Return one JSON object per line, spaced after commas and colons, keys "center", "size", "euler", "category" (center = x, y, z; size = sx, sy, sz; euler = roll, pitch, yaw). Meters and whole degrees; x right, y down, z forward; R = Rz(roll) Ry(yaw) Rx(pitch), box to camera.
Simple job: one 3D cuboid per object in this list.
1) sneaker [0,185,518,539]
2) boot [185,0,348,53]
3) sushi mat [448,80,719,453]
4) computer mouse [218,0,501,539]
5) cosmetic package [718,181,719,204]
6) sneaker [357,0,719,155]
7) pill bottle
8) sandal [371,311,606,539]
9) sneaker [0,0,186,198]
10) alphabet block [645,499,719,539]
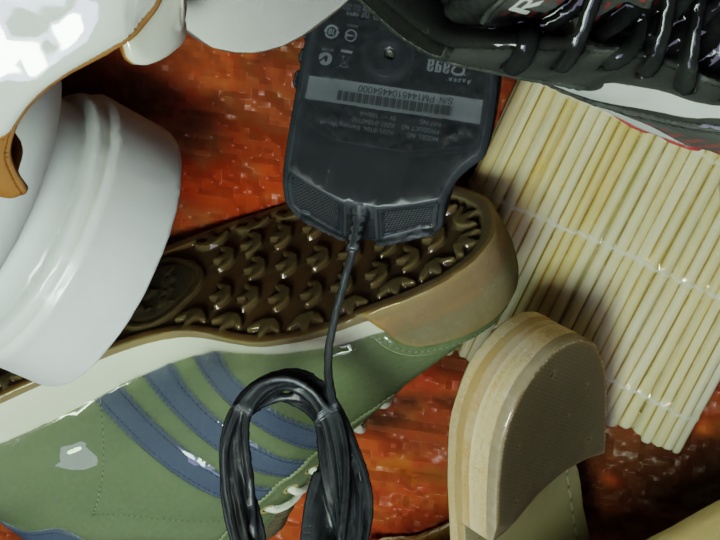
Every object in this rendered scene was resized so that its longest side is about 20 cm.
{"center": [-0.034, 0.039, 0.913], "size": [0.199, 0.067, 0.090], "euler": [-16, 125, 20], "category": "sneaker"}
{"center": [0.033, -0.132, 0.793], "size": [0.200, 0.075, 0.074], "euler": [-31, 101, 10], "category": "boot"}
{"center": [0.089, -0.037, 0.869], "size": [0.095, 0.012, 0.200], "euler": [21, 123, -5], "category": "sushi mat"}
{"center": [0.000, 0.000, 0.835], "size": [0.058, 0.034, 0.201], "euler": [12, 82, 9], "category": "computer mouse"}
{"center": [0.199, -0.042, 0.803], "size": [0.103, 0.073, 0.200], "euler": [34, 120, -17], "category": "cosmetic package"}
{"center": [0.060, -0.071, 0.723], "size": [0.200, 0.098, 0.071], "euler": [24, 103, -10], "category": "sneaker"}
{"center": [-0.154, -0.043, 0.836], "size": [0.199, 0.113, 0.113], "euler": [26, 124, -25], "category": "pill bottle"}
{"center": [0.029, 0.093, 0.942], "size": [0.069, 0.078, 0.212], "euler": [29, 133, 31], "category": "sandal"}
{"center": [-0.065, -0.107, 0.743], "size": [0.084, 0.073, 0.200], "euler": [25, 112, -22], "category": "sneaker"}
{"center": [0.106, 0.211, 0.868], "size": [0.199, 0.197, 0.196], "euler": [-29, 129, 1], "category": "alphabet block"}
